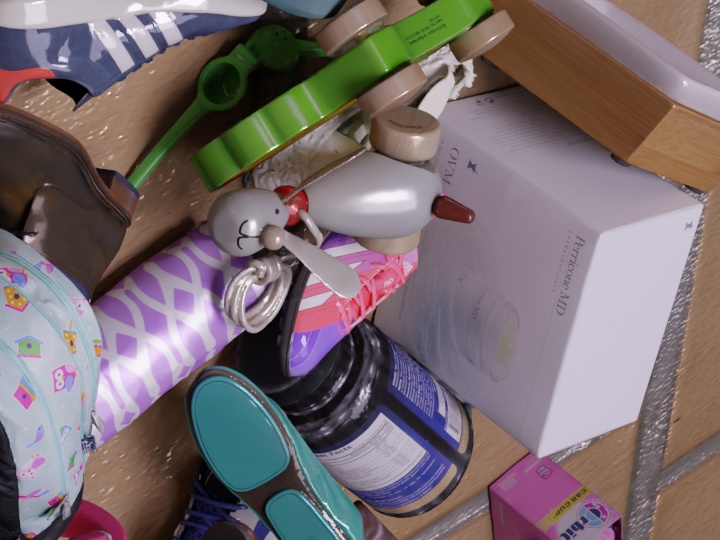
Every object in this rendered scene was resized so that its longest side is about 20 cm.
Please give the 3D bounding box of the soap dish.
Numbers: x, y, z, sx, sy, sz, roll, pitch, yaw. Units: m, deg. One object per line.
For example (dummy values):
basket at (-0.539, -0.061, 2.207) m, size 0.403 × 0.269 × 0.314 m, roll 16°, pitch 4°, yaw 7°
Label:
soap dish at (0.191, -0.142, 1.543) m, size 0.157 × 0.200 × 0.082 m, roll 13°, pitch 113°, yaw -53°

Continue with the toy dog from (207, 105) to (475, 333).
toy dog at (-0.001, -0.036, 1.381) m, size 0.200 × 0.096 × 0.133 m, roll -39°, pitch 137°, yaw -31°

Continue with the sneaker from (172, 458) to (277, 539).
sneaker at (-0.119, 0.204, 1.594) m, size 0.199 × 0.080 × 0.116 m, roll -38°, pitch 139°, yaw -32°

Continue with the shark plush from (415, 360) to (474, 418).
shark plush at (0.066, 0.106, 1.707) m, size 0.199 × 0.083 × 0.091 m, roll -32°, pitch 140°, yaw -28°

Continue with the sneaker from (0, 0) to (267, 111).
sneaker at (-0.149, -0.144, 1.264) m, size 0.199 × 0.075 × 0.085 m, roll -8°, pitch 125°, yaw -34°

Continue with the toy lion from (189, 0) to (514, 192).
toy lion at (-0.017, -0.121, 1.378) m, size 0.191 × 0.069 × 0.200 m, roll -31°, pitch -178°, yaw 39°

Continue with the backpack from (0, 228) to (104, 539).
backpack at (-0.232, 0.072, 1.249) m, size 0.127 × 0.166 × 0.201 m, roll -55°, pitch 169°, yaw -33°

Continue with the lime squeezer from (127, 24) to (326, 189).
lime squeezer at (-0.081, -0.128, 1.395) m, size 0.199 × 0.038 × 0.071 m, roll -36°, pitch 173°, yaw -24°

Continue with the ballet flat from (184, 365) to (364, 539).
ballet flat at (-0.062, 0.141, 1.491) m, size 0.067 × 0.071 × 0.201 m, roll -29°, pitch 109°, yaw 14°

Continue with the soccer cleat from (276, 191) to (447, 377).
soccer cleat at (0.000, 0.000, 1.487) m, size 0.069 × 0.073 × 0.201 m, roll 94°, pitch 18°, yaw -50°

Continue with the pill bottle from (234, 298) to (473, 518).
pill bottle at (-0.006, 0.101, 1.584) m, size 0.112 × 0.112 × 0.200 m, roll -51°, pitch 133°, yaw -3°

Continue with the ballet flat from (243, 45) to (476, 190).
ballet flat at (0.004, -0.103, 1.477) m, size 0.200 × 0.072 × 0.072 m, roll -43°, pitch 144°, yaw -14°

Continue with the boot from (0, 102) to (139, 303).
boot at (-0.206, -0.035, 1.261) m, size 0.200 × 0.074 × 0.098 m, roll 35°, pitch 65°, yaw -56°

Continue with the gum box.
gum box at (0.189, 0.279, 1.968) m, size 0.066 × 0.113 × 0.201 m, roll -35°, pitch 141°, yaw -23°

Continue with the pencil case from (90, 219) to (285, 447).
pencil case at (-0.151, 0.047, 1.417) m, size 0.199 × 0.085 × 0.084 m, roll -37°, pitch 103°, yaw -21°

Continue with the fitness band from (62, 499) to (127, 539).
fitness band at (-0.247, 0.186, 1.366) m, size 0.199 × 0.143 × 0.038 m, roll -11°, pitch 107°, yaw -45°

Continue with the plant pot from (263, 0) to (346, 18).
plant pot at (-0.059, -0.238, 1.231) m, size 0.142 × 0.141 × 0.200 m, roll -54°, pitch 154°, yaw 1°

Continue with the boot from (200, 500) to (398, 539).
boot at (-0.042, 0.220, 1.587) m, size 0.200 × 0.064 × 0.188 m, roll -35°, pitch 140°, yaw -42°

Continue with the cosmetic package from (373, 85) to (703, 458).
cosmetic package at (0.131, -0.002, 1.590) m, size 0.122 × 0.200 × 0.201 m, roll -17°, pitch 131°, yaw -40°
